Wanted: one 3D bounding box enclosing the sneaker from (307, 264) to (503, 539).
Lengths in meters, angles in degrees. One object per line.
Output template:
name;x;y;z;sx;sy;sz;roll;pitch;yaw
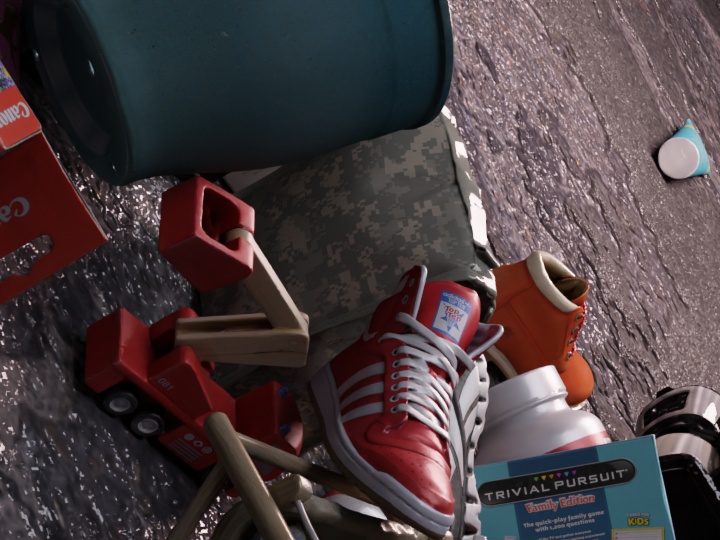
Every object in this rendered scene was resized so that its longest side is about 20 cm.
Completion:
sneaker;0.036;0.067;1.188;0.071;0.113;0.200;38;8;-23

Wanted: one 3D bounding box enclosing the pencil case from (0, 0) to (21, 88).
pencil case;-0.232;-0.144;1.194;0.200;0.086;0.083;-96;166;-45

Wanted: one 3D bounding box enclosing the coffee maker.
coffee maker;0.298;0.220;1.874;0.200;0.135;0.192;-43;126;-66

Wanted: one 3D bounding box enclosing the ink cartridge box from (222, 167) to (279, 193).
ink cartridge box;-0.009;-0.030;1.560;0.200;0.067;0.116;54;23;-17

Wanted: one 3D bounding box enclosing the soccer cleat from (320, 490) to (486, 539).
soccer cleat;0.050;0.206;1.377;0.200;0.069;0.085;30;47;-23

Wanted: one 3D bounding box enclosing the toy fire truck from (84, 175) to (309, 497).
toy fire truck;-0.080;0.045;1.218;0.200;0.141;0.049;43;30;-36

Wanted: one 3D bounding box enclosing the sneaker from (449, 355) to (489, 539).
sneaker;0.040;0.109;1.461;0.090;0.066;0.200;19;66;-46

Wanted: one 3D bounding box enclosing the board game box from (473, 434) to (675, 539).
board game box;0.150;0.222;1.467;0.047;0.151;0.200;74;7;-54

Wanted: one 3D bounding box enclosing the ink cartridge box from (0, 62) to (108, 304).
ink cartridge box;-0.230;-0.071;1.081;0.200;0.109;0.050;58;22;-6

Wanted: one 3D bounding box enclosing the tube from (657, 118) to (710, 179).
tube;0.411;-0.147;2.641;0.200;0.050;0.078;-25;99;-73

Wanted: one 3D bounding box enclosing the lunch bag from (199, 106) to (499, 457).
lunch bag;0.000;0.000;1.370;0.118;0.200;0.164;39;29;-41

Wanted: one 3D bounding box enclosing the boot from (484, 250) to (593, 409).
boot;0.161;0.054;1.777;0.200;0.107;0.075;40;28;-44

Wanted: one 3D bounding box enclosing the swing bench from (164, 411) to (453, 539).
swing bench;0.000;0.199;1.121;0.200;0.130;0.199;37;5;35

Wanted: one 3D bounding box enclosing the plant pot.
plant pot;-0.080;-0.140;1.176;0.200;0.188;0.200;51;-24;35

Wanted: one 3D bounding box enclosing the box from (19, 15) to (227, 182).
box;-0.108;-0.162;1.382;0.200;0.164;0.086;36;33;-47

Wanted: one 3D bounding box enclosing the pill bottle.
pill bottle;0.151;0.179;1.594;0.112;0.112;0.200;0;63;-65
